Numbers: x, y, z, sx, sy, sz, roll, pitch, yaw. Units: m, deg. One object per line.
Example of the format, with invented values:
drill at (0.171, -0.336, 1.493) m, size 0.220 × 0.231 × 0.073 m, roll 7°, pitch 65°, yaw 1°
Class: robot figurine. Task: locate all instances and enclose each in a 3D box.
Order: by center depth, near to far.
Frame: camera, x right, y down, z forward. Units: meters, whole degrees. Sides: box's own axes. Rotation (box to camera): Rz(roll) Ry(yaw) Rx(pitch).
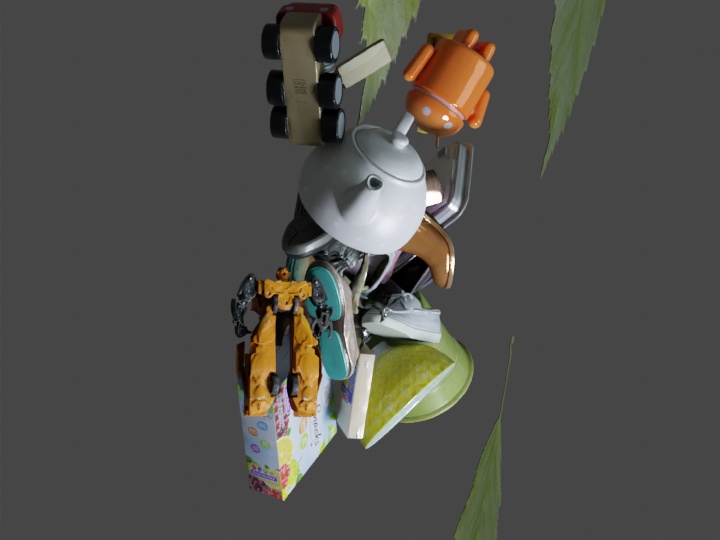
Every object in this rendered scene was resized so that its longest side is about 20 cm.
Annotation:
robot figurine at (-0.110, 0.097, 1.540) m, size 0.058 × 0.144 × 0.202 m, roll 154°, pitch -62°, yaw -67°
robot figurine at (0.154, -0.316, 1.953) m, size 0.201 × 0.116 × 0.144 m, roll -58°, pitch 150°, yaw -1°

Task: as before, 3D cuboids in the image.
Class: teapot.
teapot at (0.020, -0.132, 1.561) m, size 0.196 × 0.201 × 0.146 m, roll 5°, pitch 131°, yaw -41°

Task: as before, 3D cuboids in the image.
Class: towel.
towel at (-0.072, -0.025, 1.705) m, size 0.146 × 0.022 × 0.202 m, roll -2°, pitch 103°, yaw -68°

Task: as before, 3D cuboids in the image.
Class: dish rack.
dish rack at (0.108, -0.122, 1.914) m, size 0.043 × 0.200 × 0.173 m, roll 31°, pitch 46°, yaw -23°

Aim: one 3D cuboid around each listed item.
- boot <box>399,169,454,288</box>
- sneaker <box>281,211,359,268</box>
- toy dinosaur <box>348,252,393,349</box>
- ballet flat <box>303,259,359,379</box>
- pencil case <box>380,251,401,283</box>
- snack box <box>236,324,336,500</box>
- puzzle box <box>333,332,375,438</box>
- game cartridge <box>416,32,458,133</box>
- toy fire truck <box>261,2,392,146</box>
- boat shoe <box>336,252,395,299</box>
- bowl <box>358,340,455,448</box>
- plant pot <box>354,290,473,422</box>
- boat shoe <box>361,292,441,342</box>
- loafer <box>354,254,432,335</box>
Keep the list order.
boot at (0.060, -0.048, 1.762) m, size 0.077 × 0.154 × 0.202 m, roll -117°, pitch -168°, yaw -62°
sneaker at (-0.048, -0.037, 1.628) m, size 0.199 × 0.076 × 0.115 m, roll -48°, pitch 139°, yaw -59°
toy dinosaur at (-0.007, 0.058, 1.686) m, size 0.047 × 0.088 × 0.200 m, roll -48°, pitch 177°, yaw -45°
ballet flat at (-0.038, 0.061, 1.629) m, size 0.067 × 0.067 × 0.202 m, roll -50°, pitch 143°, yaw -50°
pencil case at (0.049, -0.079, 1.832) m, size 0.201 × 0.087 × 0.087 m, roll -62°, pitch 159°, yaw 5°
snack box at (-0.105, 0.205, 1.679) m, size 0.169 × 0.067 × 0.202 m, roll -47°, pitch 144°, yaw -48°
puzzle box at (-0.021, 0.167, 1.776) m, size 0.200 × 0.025 × 0.134 m, roll -136°, pitch -126°, yaw -72°
game cartridge at (0.160, -0.350, 2.100) m, size 0.200 × 0.032 × 0.178 m, roll -25°, pitch 124°, yaw -62°
toy fire truck at (-0.040, -0.285, 1.534) m, size 0.201 × 0.127 × 0.177 m, roll -69°, pitch 159°, yaw -52°
boat shoe at (0.002, 0.000, 1.737) m, size 0.202 × 0.074 × 0.065 m, roll -48°, pitch -157°, yaw 47°
bowl at (0.045, 0.179, 1.824) m, size 0.200 × 0.108 × 0.200 m, roll -42°, pitch 170°, yaw -9°
plant pot at (0.077, 0.125, 1.970) m, size 0.201 × 0.198 × 0.191 m, roll -61°, pitch 142°, yaw -36°
boat shoe at (0.066, 0.071, 1.801) m, size 0.200 × 0.070 × 0.072 m, roll 17°, pitch 75°, yaw -56°
loafer at (0.063, 0.022, 1.875) m, size 0.200 × 0.072 × 0.063 m, roll -43°, pitch 160°, yaw -23°
